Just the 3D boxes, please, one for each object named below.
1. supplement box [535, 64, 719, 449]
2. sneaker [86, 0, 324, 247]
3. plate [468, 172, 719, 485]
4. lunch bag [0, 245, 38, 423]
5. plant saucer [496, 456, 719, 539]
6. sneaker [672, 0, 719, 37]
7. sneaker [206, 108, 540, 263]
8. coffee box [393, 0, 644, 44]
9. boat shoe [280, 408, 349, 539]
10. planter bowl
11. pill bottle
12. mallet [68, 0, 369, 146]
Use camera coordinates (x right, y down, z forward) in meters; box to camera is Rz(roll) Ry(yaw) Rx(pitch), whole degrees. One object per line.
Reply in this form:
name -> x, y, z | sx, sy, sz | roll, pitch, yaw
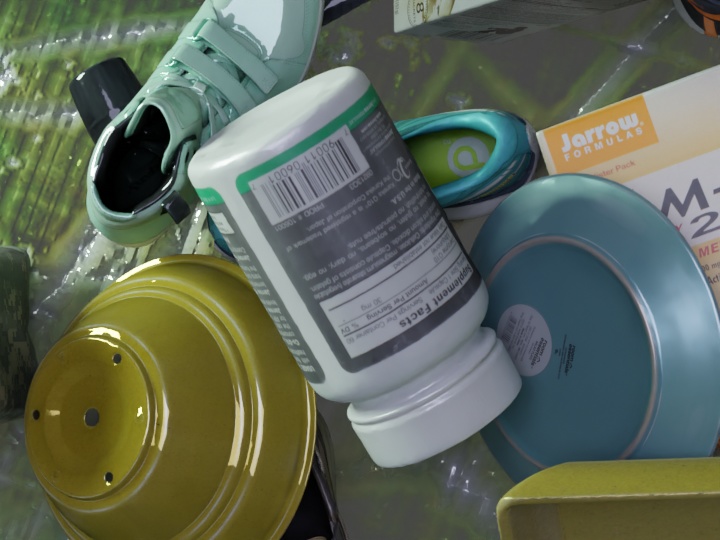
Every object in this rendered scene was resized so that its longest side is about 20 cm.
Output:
supplement box -> 0.190, -0.002, 1.678 | 0.126, 0.074, 0.200 | -21, 81, 8
sneaker -> -0.083, -0.100, 1.681 | 0.074, 0.118, 0.201 | 34, 86, 0
plate -> 0.119, 0.047, 1.652 | 0.200, 0.026, 0.201 | 12, 108, 44
lunch bag -> -0.298, 0.045, 1.712 | 0.200, 0.164, 0.118 | -7, 89, 8
plant saucer -> 0.183, 0.162, 1.627 | 0.199, 0.200, 0.049 | -2, 50, 9
sneaker -> 0.185, -0.234, 1.682 | 0.077, 0.112, 0.200 | -21, 82, 7
sneaker -> 0.003, -0.056, 1.713 | 0.200, 0.080, 0.078 | -16, 82, 9
coffee box -> 0.100, -0.198, 1.648 | 0.080, 0.200, 0.113 | 3, 83, -30
boat shoe -> -0.038, 0.167, 1.702 | 0.074, 0.073, 0.200 | -18, 82, 8
planter bowl -> -0.129, 0.085, 1.682 | 0.200, 0.083, 0.201 | -6, 80, 35
pill bottle -> 0.000, 0.000, 1.630 | 0.113, 0.113, 0.200 | -28, 103, 6
mallet -> -0.070, -0.118, 1.756 | 0.200, 0.041, 0.066 | -20, 83, 3
